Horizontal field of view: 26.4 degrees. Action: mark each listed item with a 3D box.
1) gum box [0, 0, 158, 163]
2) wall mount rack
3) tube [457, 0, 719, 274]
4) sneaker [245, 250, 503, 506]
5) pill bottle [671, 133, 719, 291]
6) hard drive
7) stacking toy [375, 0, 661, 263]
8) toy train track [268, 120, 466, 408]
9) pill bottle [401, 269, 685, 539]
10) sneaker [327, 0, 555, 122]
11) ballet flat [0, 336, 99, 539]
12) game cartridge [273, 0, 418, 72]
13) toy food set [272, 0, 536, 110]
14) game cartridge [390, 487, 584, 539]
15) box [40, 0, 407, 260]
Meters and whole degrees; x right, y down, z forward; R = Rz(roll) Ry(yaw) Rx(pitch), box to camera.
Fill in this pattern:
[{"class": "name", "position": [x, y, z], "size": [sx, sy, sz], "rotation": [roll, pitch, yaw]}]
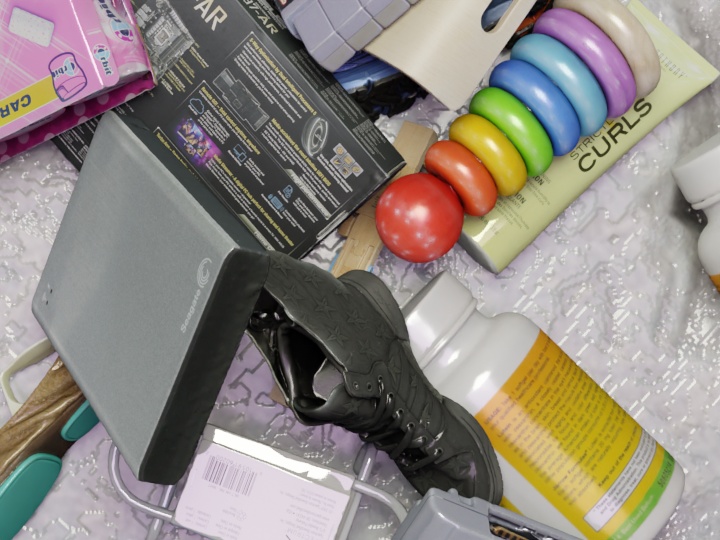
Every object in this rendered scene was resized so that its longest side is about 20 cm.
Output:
[{"class": "gum box", "position": [-0.224, -0.131, 0.928], "size": [0.199, 0.066, 0.114], "rotation": [-21, 89, 26]}, {"class": "wall mount rack", "position": [-0.072, 0.171, 0.979], "size": [0.199, 0.075, 0.175], "rotation": [21, 86, -2]}, {"class": "tube", "position": [0.139, -0.086, 1.001], "size": [0.200, 0.052, 0.058], "rotation": [-45, 121, -6]}, {"class": "sneaker", "position": [-0.001, 0.071, 0.878], "size": [0.060, 0.104, 0.201], "rotation": [-34, 86, 35]}, {"class": "pill bottle", "position": [0.284, -0.001, 0.968], "size": [0.111, 0.111, 0.201], "rotation": [-33, 91, -3]}, {"class": "hard drive", "position": [-0.124, 0.010, 0.874], "size": [0.033, 0.200, 0.140], "rotation": [13, 108, -35]}, {"class": "stacking toy", "position": [0.088, -0.083, 0.937], "size": [0.200, 0.085, 0.085], "rotation": [-42, 92, -10]}, {"class": "toy train track", "position": [0.000, 0.000, 0.988], "size": [0.114, 0.033, 0.201], "rotation": [21, 78, 27]}, {"class": "pill bottle", "position": [0.097, 0.098, 0.965], "size": [0.200, 0.111, 0.111], "rotation": [44, 88, -2]}, {"class": "sneaker", "position": [0.034, -0.159, 0.991], "size": [0.199, 0.075, 0.079], "rotation": [-28, 75, -5]}, {"class": "ballet flat", "position": [-0.211, 0.097, 0.978], "size": [0.072, 0.068, 0.200], "rotation": [38, 87, 19]}, {"class": "game cartridge", "position": [-0.013, -0.223, 0.925], "size": [0.129, 0.038, 0.201], "rotation": [-36, 49, 11]}, {"class": "toy food set", "position": [0.029, -0.195, 0.943], "size": [0.200, 0.060, 0.144], "rotation": [34, 89, 42]}, {"class": "game cartridge", "position": [0.099, 0.213, 0.910], "size": [0.199, 0.041, 0.134], "rotation": [23, 123, -13]}, {"class": "box", "position": [-0.095, -0.088, 0.955], "size": [0.160, 0.044, 0.200], "rotation": [-42, 90, 24]}]
